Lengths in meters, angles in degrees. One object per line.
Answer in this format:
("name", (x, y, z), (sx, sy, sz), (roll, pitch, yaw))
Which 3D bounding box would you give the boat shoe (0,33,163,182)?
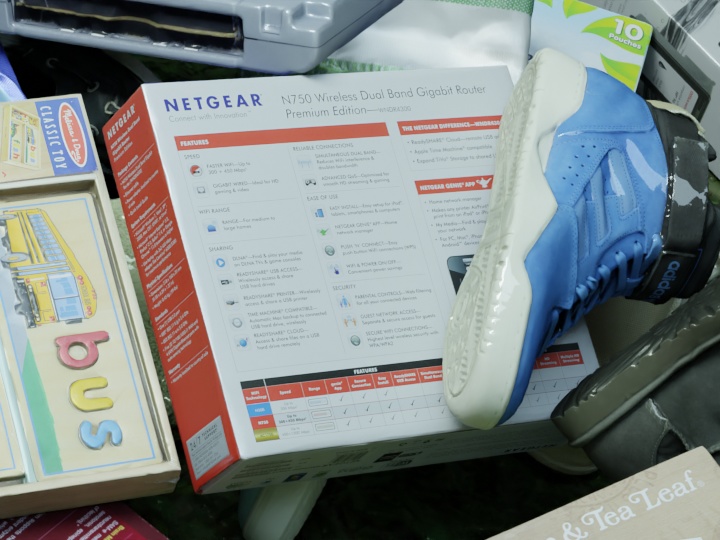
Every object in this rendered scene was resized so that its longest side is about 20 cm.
("boat shoe", (-0.131, -0.077, 1.410), (0.066, 0.075, 0.199), (-42, 54, -7))

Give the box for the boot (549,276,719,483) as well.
("boot", (0.204, 0.095, 1.253), (0.200, 0.182, 0.073), (50, 30, -3))

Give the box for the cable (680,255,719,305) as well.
("cable", (0.223, -0.022, 1.454), (0.050, 0.097, 0.200), (27, 45, 21))

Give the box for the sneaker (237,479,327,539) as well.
("sneaker", (-0.038, 0.039, 1.339), (0.082, 0.074, 0.200), (16, 58, 3))

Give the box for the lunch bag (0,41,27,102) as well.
("lunch bag", (-0.236, -0.053, 1.347), (0.150, 0.094, 0.200), (-11, 48, -23))

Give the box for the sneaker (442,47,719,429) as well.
("sneaker", (0.108, -0.002, 1.274), (0.111, 0.077, 0.200), (22, 51, -9))

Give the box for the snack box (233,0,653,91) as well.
("snack box", (0.041, -0.099, 1.497), (0.200, 0.053, 0.142), (18, 50, 1))

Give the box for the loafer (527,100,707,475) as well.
("loafer", (0.122, 0.001, 1.388), (0.076, 0.068, 0.200), (17, 72, -6))

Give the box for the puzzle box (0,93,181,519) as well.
("puzzle box", (-0.166, 0.016, 1.261), (0.133, 0.025, 0.200), (-8, 63, -20))

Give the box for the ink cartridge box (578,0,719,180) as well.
("ink cartridge box", (0.213, -0.124, 1.555), (0.116, 0.068, 0.200), (-25, 60, -31))

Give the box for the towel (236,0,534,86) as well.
("towel", (0.007, -0.063, 1.418), (0.149, 0.031, 0.200), (7, 73, -1))

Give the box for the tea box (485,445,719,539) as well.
("tea box", (0.074, 0.205, 1.150), (0.200, 0.197, 0.134), (-21, 57, -28))

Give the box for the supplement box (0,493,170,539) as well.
("supplement box", (-0.117, 0.164, 1.226), (0.200, 0.061, 0.109), (37, 51, 19))

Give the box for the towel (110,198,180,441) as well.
("towel", (-0.167, 0.032, 1.344), (0.200, 0.037, 0.149), (-7, 53, -20))

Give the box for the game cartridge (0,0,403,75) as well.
("game cartridge", (-0.084, -0.140, 1.369), (0.200, 0.041, 0.133), (10, 30, 22))

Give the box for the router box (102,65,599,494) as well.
("router box", (0.000, 0.000, 1.291), (0.200, 0.049, 0.180), (-5, 70, -31))
